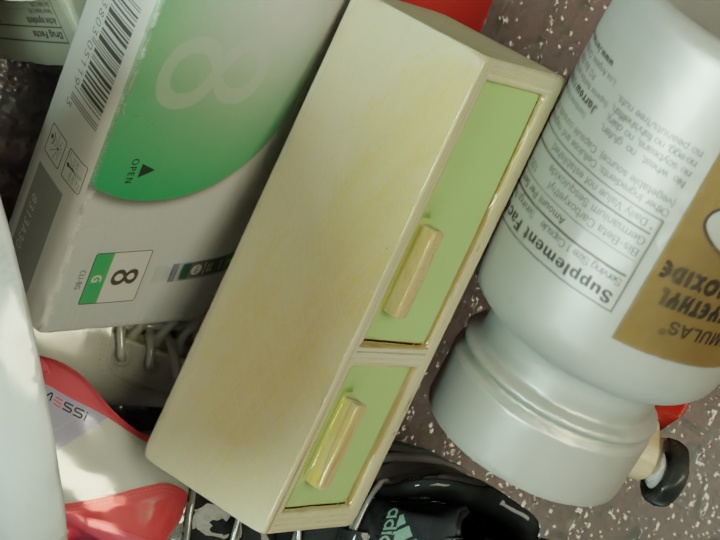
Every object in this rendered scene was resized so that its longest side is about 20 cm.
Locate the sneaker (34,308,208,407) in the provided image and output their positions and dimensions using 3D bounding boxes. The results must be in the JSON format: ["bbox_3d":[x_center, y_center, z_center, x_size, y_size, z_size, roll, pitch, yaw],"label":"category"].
[{"bbox_3d":[-0.072,0.026,1.054,0.200,0.071,0.073,6,92,-31],"label":"sneaker"}]

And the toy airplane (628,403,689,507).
[{"bbox_3d":[0.143,-0.010,1.137,0.199,0.141,0.200,-18,122,5],"label":"toy airplane"}]

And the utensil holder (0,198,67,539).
[{"bbox_3d":[-0.210,0.038,0.806,0.200,0.170,0.170,-12,102,-12],"label":"utensil holder"}]

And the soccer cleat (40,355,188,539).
[{"bbox_3d":[-0.155,0.054,0.986,0.200,0.067,0.077,29,68,-23],"label":"soccer cleat"}]

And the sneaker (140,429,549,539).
[{"bbox_3d":[-0.008,0.107,1.059,0.200,0.140,0.078,1,96,-31],"label":"sneaker"}]

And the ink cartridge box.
[{"bbox_3d":[-0.031,-0.055,0.997,0.200,0.050,0.161,-3,131,-36],"label":"ink cartridge box"}]

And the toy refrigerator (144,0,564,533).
[{"bbox_3d":[0.000,0.000,0.977,0.076,0.070,0.200,6,112,-62],"label":"toy refrigerator"}]

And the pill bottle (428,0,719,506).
[{"bbox_3d":[0.111,-0.010,1.006,0.114,0.114,0.200,15,115,-30],"label":"pill bottle"}]

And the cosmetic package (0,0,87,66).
[{"bbox_3d":[-0.135,-0.184,0.978,0.073,0.104,0.200,-32,111,-22],"label":"cosmetic package"}]
